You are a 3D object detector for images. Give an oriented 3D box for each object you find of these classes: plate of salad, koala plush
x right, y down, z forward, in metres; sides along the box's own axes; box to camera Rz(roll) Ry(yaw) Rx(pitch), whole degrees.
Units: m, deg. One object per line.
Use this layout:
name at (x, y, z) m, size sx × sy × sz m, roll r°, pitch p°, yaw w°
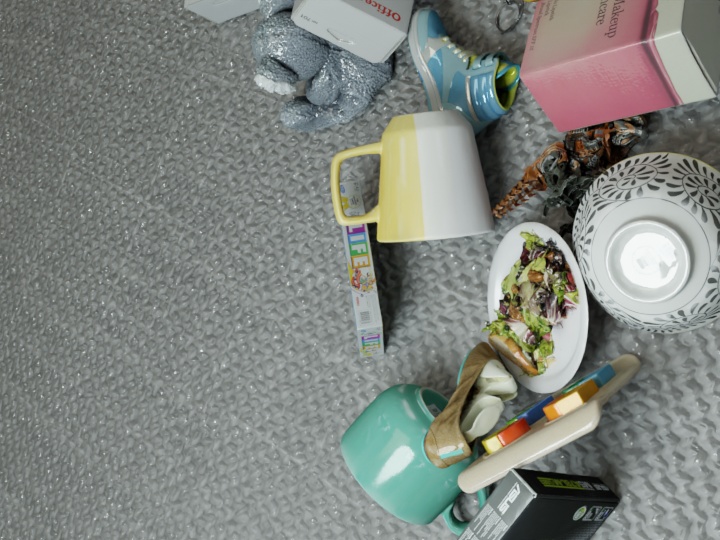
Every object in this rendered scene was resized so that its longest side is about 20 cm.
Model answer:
plate of salad at (0.197, 0.044, 1.258) m, size 0.200 × 0.048 × 0.202 m, roll -163°, pitch 71°, yaw -63°
koala plush at (-0.074, -0.307, 1.510) m, size 0.182 × 0.199 × 0.179 m, roll 0°, pitch 79°, yaw 39°

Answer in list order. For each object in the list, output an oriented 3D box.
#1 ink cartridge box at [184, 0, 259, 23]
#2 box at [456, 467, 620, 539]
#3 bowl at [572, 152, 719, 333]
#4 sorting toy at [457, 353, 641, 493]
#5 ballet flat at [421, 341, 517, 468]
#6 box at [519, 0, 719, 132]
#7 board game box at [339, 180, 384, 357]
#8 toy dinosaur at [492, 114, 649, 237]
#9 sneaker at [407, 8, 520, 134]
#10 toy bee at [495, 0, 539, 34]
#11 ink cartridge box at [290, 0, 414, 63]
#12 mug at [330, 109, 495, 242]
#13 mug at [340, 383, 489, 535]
ink cartridge box at (-0.209, -0.524, 1.750) m, size 0.145 × 0.084 × 0.202 m, roll -8°, pitch 75°, yaw 38°
box at (0.169, 0.306, 1.166) m, size 0.048 × 0.192 × 0.201 m, roll 45°, pitch 108°, yaw 35°
bowl at (0.312, -0.018, 1.136) m, size 0.199 × 0.094 × 0.203 m, roll 7°, pitch 107°, yaw 24°
sorting toy at (0.206, 0.159, 1.176) m, size 0.185 × 0.200 × 0.037 m, roll -35°, pitch 86°, yaw 29°
ballet flat at (0.139, 0.151, 1.240) m, size 0.072 × 0.200 × 0.068 m, roll -14°, pitch 112°, yaw 38°
box at (0.299, -0.255, 1.221) m, size 0.199 × 0.109 × 0.129 m, roll -10°, pitch 50°, yaw 38°
board game box at (0.000, 0.000, 1.424) m, size 0.034 × 0.135 × 0.202 m, roll -8°, pitch 71°, yaw -1°
toy dinosaur at (0.254, -0.111, 1.276) m, size 0.200 × 0.101 × 0.137 m, roll -47°, pitch 32°, yaw 37°
sneaker at (0.142, -0.274, 1.403) m, size 0.130 × 0.079 × 0.202 m, roll -26°, pitch 73°, yaw 35°
toy bee at (0.234, -0.360, 1.326) m, size 0.200 × 0.108 × 0.132 m, roll -43°, pitch 58°, yaw 24°
ink cartridge box at (0.002, -0.408, 1.463) m, size 0.086 × 0.145 × 0.202 m, roll -36°, pitch 38°, yaw 56°
mug at (0.073, -0.117, 1.327) m, size 0.149 × 0.185 × 0.155 m, roll 2°, pitch 99°, yaw 55°
mug at (0.080, 0.220, 1.306) m, size 0.115 × 0.184 × 0.152 m, roll -49°, pitch 29°, yaw 17°
